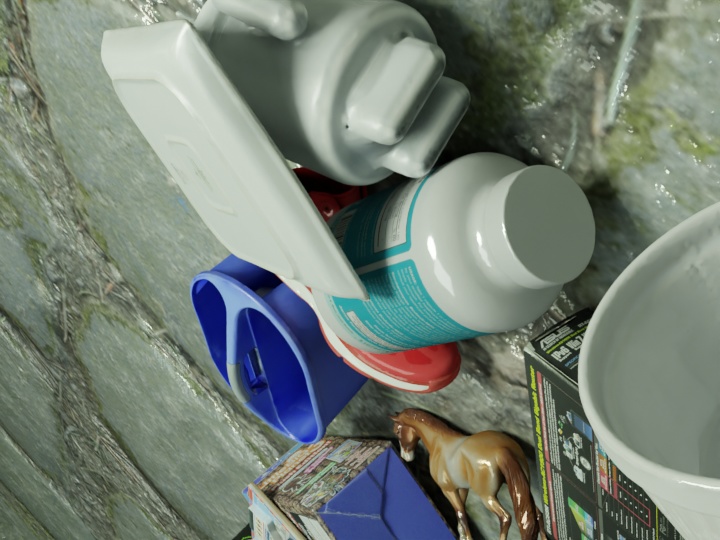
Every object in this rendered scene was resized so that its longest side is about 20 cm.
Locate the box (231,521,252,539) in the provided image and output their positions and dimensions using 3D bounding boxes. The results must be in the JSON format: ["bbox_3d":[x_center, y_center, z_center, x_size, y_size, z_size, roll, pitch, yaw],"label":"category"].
[{"bbox_3d":[-0.118,0.369,1.257,0.124,0.200,0.149,45,149,9],"label":"box"}]

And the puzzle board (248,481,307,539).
[{"bbox_3d":[-0.061,0.300,1.090,0.151,0.017,0.200,43,155,19],"label":"puzzle board"}]

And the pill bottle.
[{"bbox_3d":[0.057,-0.010,0.707,0.111,0.111,0.200,56,149,-10],"label":"pill bottle"}]

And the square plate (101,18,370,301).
[{"bbox_3d":[-0.092,-0.067,0.711,0.200,0.028,0.198,57,163,-23],"label":"square plate"}]

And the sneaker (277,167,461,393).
[{"bbox_3d":[0.000,0.000,0.827,0.200,0.078,0.116,38,149,18],"label":"sneaker"}]

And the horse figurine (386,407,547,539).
[{"bbox_3d":[0.096,0.176,0.899,0.200,0.050,0.133,-13,90,67],"label":"horse figurine"}]

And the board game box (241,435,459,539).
[{"bbox_3d":[-0.004,0.251,1.058,0.160,0.097,0.200,56,157,-10],"label":"board game box"}]

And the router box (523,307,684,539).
[{"bbox_3d":[0.184,0.144,0.723,0.150,0.062,0.201,39,150,46],"label":"router box"}]

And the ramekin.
[{"bbox_3d":[0.210,0.054,0.501,0.200,0.200,0.105,6,137,50],"label":"ramekin"}]

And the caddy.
[{"bbox_3d":[-0.075,0.066,0.957,0.141,0.105,0.201,27,146,31],"label":"caddy"}]

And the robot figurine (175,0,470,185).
[{"bbox_3d":[-0.030,-0.124,0.695,0.199,0.113,0.170,26,166,34],"label":"robot figurine"}]
